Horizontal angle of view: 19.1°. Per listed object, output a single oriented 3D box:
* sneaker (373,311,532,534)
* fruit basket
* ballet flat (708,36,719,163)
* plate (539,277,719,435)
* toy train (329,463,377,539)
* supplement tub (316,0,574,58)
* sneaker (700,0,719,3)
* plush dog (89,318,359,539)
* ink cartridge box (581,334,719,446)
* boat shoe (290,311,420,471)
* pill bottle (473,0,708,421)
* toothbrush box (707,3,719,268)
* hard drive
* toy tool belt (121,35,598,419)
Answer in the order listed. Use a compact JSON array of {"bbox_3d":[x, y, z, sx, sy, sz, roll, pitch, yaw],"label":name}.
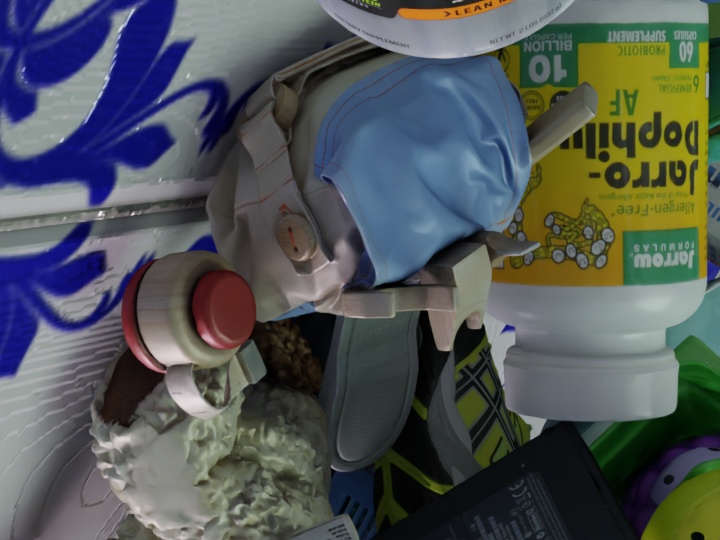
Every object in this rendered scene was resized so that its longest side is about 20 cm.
[{"bbox_3d":[0.044,0.069,1.096,0.076,0.200,0.075,3,169,-41],"label":"sneaker"},{"bbox_3d":[0.153,0.140,1.013,0.216,0.155,0.216,-42,159,-20],"label":"fruit basket"},{"bbox_3d":[0.154,-0.073,1.115,0.070,0.200,0.067,8,76,-36],"label":"ballet flat"},{"bbox_3d":[0.158,0.068,1.235,0.200,0.026,0.200,-37,157,-18],"label":"plate"},{"bbox_3d":[0.022,0.113,1.204,0.200,0.114,0.087,-21,143,-61],"label":"toy train"},{"bbox_3d":[0.017,-0.155,0.671,0.123,0.122,0.200,-53,162,-6],"label":"supplement tub"},{"bbox_3d":[0.171,-0.225,0.975,0.070,0.078,0.200,4,-109,60],"label":"sneaker"},{"bbox_3d":[-0.058,0.110,0.974,0.172,0.160,0.200,-74,-170,-65],"label":"plush dog"},{"bbox_3d":[0.162,0.160,1.174,0.200,0.146,0.084,-41,160,-8],"label":"ink cartridge box"},{"bbox_3d":[0.000,0.000,1.028,0.076,0.060,0.200,-5,122,-44],"label":"boat shoe"},{"bbox_3d":[0.110,-0.033,1.026,0.113,0.113,0.200,-11,103,-66],"label":"pill bottle"},{"bbox_3d":[0.216,-0.120,1.228,0.200,0.146,0.086,-54,164,-4],"label":"toothbrush box"},{"bbox_3d":[0.032,0.157,0.969,0.200,0.033,0.140,-32,-156,5],"label":"hard drive"},{"bbox_3d":[0.006,-0.025,0.859,0.200,0.123,0.125,-41,116,-45],"label":"toy tool belt"}]
